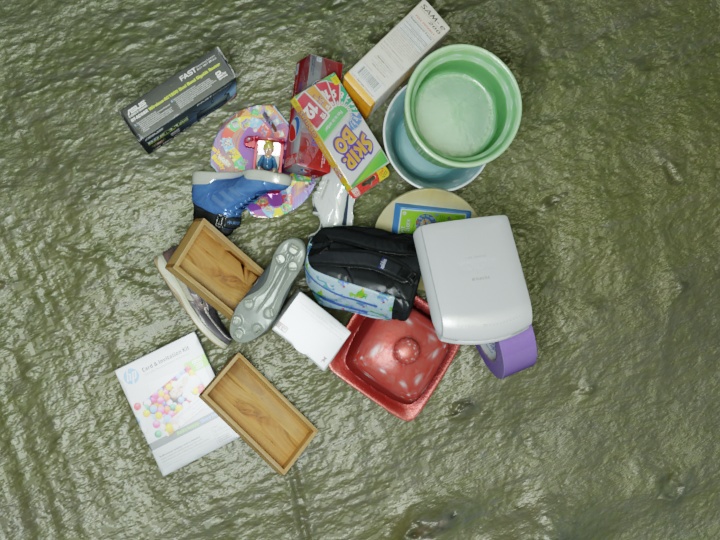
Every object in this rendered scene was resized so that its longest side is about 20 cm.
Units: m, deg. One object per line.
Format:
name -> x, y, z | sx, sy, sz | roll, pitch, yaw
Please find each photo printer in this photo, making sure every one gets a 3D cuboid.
photo printer -> 0.181, 0.018, 1.475 | 0.163, 0.070, 0.203 | -7, 67, -10

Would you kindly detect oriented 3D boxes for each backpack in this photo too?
backpack -> 0.000, 0.000, 1.572 | 0.196, 0.155, 0.165 | 17, 56, -2

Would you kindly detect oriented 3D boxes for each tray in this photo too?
tray -> -0.177, 0.249, 1.607 | 0.200, 0.037, 0.099 | 46, 66, -9
tray -> -0.229, 0.014, 1.578 | 0.200, 0.037, 0.100 | 43, 64, -31

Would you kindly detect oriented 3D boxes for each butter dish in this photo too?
butter dish -> 0.070, 0.139, 1.607 | 0.198, 0.148, 0.202 | 34, 84, -5

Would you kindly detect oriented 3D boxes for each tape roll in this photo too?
tape roll -> 0.232, 0.082, 1.601 | 0.065, 0.200, 0.203 | -22, 90, -6

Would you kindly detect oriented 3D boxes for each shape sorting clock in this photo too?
shape sorting clock -> 0.120, -0.054, 1.637 | 0.196, 0.039, 0.203 | -1, 121, -1

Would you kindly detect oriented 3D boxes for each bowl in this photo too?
bowl -> 0.130, -0.235, 1.649 | 0.197, 0.105, 0.205 | 0, 87, -7

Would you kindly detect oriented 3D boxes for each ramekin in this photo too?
ramekin -> 0.164, -0.267, 1.553 | 0.196, 0.098, 0.204 | 0, 87, -6

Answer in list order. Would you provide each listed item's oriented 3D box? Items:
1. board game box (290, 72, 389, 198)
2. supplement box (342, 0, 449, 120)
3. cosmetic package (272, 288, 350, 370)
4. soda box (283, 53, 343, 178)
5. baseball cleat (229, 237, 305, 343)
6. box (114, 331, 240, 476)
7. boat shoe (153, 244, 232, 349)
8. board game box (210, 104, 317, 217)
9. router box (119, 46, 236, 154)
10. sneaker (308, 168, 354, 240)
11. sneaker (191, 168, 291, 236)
board game box -> -0.029, -0.231, 1.594 | 0.095, 0.030, 0.202 | -35, 98, -27
supplement box -> 0.057, -0.369, 1.637 | 0.200, 0.126, 0.074 | -44, 91, -7
cosmetic package -> -0.086, 0.096, 1.563 | 0.112, 0.200, 0.082 | 38, 86, -6
soda box -> -0.083, -0.270, 1.631 | 0.069, 0.063, 0.204 | 11, 81, -28
baseball cleat -> -0.149, 0.035, 1.573 | 0.069, 0.106, 0.201 | 36, 95, 1
box -> -0.315, 0.231, 1.614 | 0.154, 0.041, 0.203 | -25, 90, -8
boat shoe -> -0.281, 0.044, 1.611 | 0.064, 0.072, 0.201 | -37, 86, -1
board game box -> -0.171, -0.196, 1.646 | 0.157, 0.039, 0.201 | -40, 92, -6
router box -> -0.305, -0.286, 1.580 | 0.199, 0.150, 0.063 | -36, 92, -6
sneaker -> -0.046, -0.145, 1.645 | 0.079, 0.076, 0.204 | 6, 86, 2
sneaker -> -0.206, -0.115, 1.595 | 0.196, 0.076, 0.114 | 1, 90, 24
